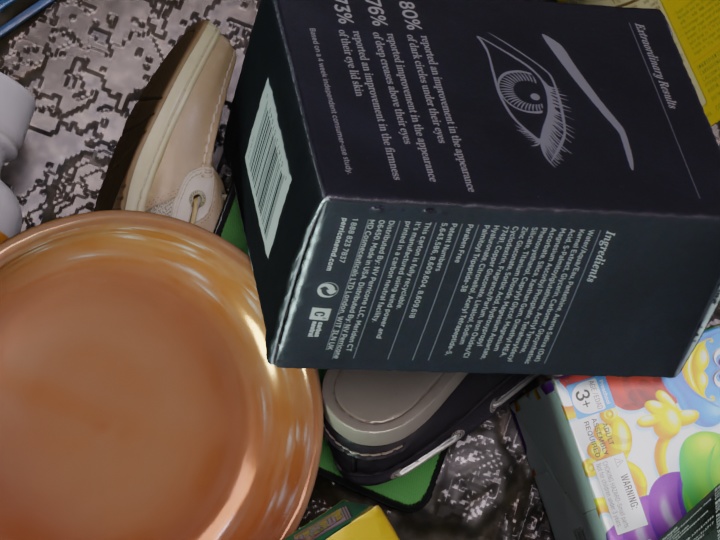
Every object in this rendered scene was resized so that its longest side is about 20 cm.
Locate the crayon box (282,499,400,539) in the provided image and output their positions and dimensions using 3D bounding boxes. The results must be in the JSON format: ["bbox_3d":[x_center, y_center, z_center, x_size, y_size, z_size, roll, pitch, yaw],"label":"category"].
[{"bbox_3d":[-0.038,0.227,1.038,0.200,0.058,0.173,-33,99,-15],"label":"crayon box"}]

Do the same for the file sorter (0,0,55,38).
[{"bbox_3d":[-0.176,-0.202,1.082,0.123,0.200,0.139,-38,88,-15],"label":"file sorter"}]

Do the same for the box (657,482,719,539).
[{"bbox_3d":[0.198,0.186,1.064,0.193,0.200,0.048,30,35,-15],"label":"box"}]

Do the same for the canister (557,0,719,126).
[{"bbox_3d":[0.146,-0.181,1.140,0.148,0.086,0.200,-37,118,-15],"label":"canister"}]

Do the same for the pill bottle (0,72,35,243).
[{"bbox_3d":[-0.222,0.000,1.086,0.111,0.111,0.201,20,79,-4],"label":"pill bottle"}]

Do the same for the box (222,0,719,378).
[{"bbox_3d":[0.052,-0.040,1.055,0.199,0.105,0.148,3,44,-17],"label":"box"}]

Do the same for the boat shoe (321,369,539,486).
[{"bbox_3d":[0.056,0.033,1.148,0.073,0.063,0.200,37,56,27],"label":"boat shoe"}]

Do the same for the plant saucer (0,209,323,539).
[{"bbox_3d":[-0.115,0.072,1.061,0.199,0.037,0.201,-3,97,-21],"label":"plant saucer"}]

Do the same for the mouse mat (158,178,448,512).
[{"bbox_3d":[0.000,0.000,1.142,0.160,0.008,0.201,27,78,-25],"label":"mouse mat"}]

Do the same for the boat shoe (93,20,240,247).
[{"bbox_3d":[-0.092,-0.020,1.132,0.065,0.072,0.201,21,79,-15],"label":"boat shoe"}]

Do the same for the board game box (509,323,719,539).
[{"bbox_3d":[0.189,0.075,1.136,0.199,0.105,0.103,-17,83,-11],"label":"board game box"}]
